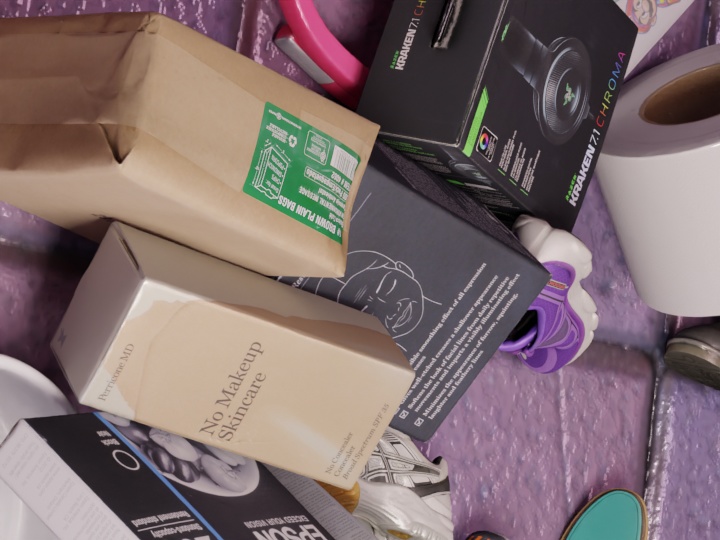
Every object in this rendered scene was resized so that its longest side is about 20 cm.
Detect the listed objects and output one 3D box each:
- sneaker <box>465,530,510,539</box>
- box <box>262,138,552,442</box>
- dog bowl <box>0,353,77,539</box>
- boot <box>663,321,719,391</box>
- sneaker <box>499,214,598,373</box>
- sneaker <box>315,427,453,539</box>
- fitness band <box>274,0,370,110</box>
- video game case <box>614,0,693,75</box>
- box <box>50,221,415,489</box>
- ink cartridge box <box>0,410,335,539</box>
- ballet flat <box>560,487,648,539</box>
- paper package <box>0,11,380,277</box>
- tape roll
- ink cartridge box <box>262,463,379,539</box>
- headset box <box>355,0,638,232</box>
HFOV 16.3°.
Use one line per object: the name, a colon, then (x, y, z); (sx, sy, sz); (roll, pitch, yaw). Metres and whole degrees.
sneaker: (0.077, 0.294, 1.812); (0.112, 0.077, 0.202); (-13, 100, -44)
box: (0.000, 0.000, 1.665); (0.199, 0.107, 0.149); (29, 103, -42)
dog bowl: (-0.253, 0.145, 1.481); (0.199, 0.078, 0.202); (-3, 94, -44)
boot: (0.322, 0.000, 2.045); (0.182, 0.072, 0.202); (25, 81, -56)
sneaker: (0.116, 0.030, 1.803); (0.084, 0.080, 0.200); (-55, 160, -15)
sneaker: (-0.011, 0.132, 1.736); (0.200, 0.075, 0.088); (36, 49, -40)
fitness band: (0.008, -0.191, 1.753); (0.200, 0.037, 0.144); (39, 65, -40)
video game case: (0.180, -0.252, 1.928); (0.182, 0.024, 0.201); (-47, 122, -32)
box: (-0.078, 0.053, 1.532); (0.199, 0.078, 0.095); (19, 109, -30)
ink cartridge box: (-0.090, 0.159, 1.466); (0.043, 0.200, 0.198); (-52, 158, 18)
ballet flat: (0.170, 0.264, 1.925); (0.201, 0.068, 0.063); (-66, 158, -17)
paper package: (-0.123, -0.074, 1.522); (0.199, 0.190, 0.104); (26, 74, -43)
tape roll: (0.283, -0.075, 1.914); (0.202, 0.202, 0.140); (-40, 118, -36)
ink cartridge box: (0.001, 0.241, 1.626); (0.043, 0.200, 0.197); (-26, 125, -19)
headset box: (0.094, -0.140, 1.755); (0.200, 0.092, 0.175); (36, 70, -54)
